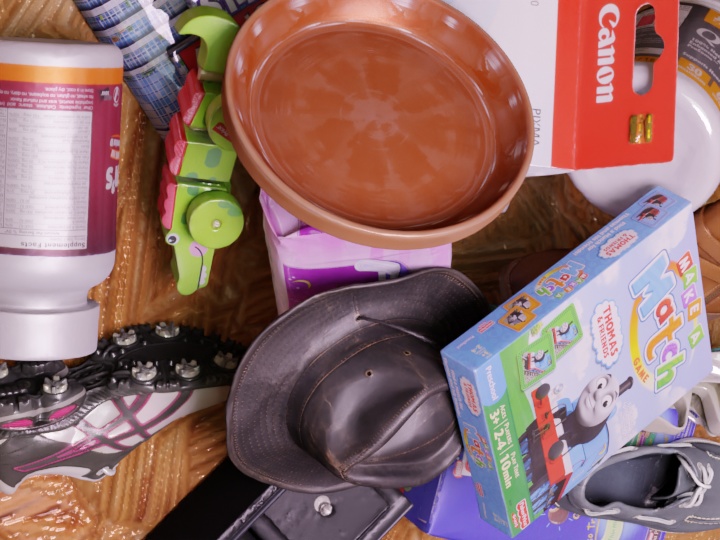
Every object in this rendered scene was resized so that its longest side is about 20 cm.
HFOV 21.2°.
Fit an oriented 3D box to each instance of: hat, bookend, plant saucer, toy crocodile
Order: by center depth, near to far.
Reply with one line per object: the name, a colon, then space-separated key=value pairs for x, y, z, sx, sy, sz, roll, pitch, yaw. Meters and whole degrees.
plant saucer: x=0.010 y=-0.097 z=1.200 sx=0.199 sy=0.032 sz=0.201 roll=9 pitch=56 yaw=-13
hat: x=0.016 y=0.095 z=1.238 sx=0.200 sy=0.081 sz=0.201 roll=-18 pitch=135 yaw=-19
toy crocodile: x=-0.104 y=-0.077 z=1.263 sx=0.061 sy=0.068 sz=0.201 roll=5 pitch=122 yaw=-17
bookend: x=-0.030 y=0.219 z=1.368 sx=0.199 sy=0.092 sz=0.200 roll=-44 pitch=112 yaw=-10

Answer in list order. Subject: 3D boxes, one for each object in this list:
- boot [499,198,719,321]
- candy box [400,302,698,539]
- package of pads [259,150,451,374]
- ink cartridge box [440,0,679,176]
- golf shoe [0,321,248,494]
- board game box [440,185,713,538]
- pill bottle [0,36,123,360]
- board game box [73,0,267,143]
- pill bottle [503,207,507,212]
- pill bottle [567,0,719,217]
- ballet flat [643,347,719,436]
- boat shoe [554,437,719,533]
boot: x=0.212 y=-0.004 z=1.346 sx=0.199 sy=0.155 sz=0.077 roll=9 pitch=62 yaw=-29
candy box: x=0.141 y=0.124 z=1.428 sx=0.199 sy=0.077 sz=0.170 roll=15 pitch=92 yaw=-25
package of pads: x=0.000 y=0.000 z=1.287 sx=0.120 sy=0.076 sz=0.200 roll=-7 pitch=146 yaw=-2
ink cartridge box: x=0.107 y=-0.144 z=1.260 sx=0.047 sy=0.199 sz=0.161 roll=22 pitch=69 yaw=-58
golf shoe: x=-0.167 y=0.092 z=1.316 sx=0.199 sy=0.077 sz=0.088 roll=-9 pitch=122 yaw=-17
board game box: x=0.147 y=0.059 z=1.259 sx=0.200 sy=0.037 sz=0.152 roll=-37 pitch=132 yaw=-25
pill bottle: x=-0.211 y=-0.049 z=1.245 sx=0.109 sy=0.110 sz=0.201 roll=0 pitch=99 yaw=-21
board game box: x=-0.070 y=-0.178 z=1.305 sx=0.200 sy=0.062 sz=0.200 roll=-37 pitch=109 yaw=-12
pill bottle: x=0.105 y=-0.147 z=1.353 sx=0.109 sy=0.109 sz=0.201 roll=23 pitch=89 yaw=-23
pill bottle: x=0.218 y=-0.122 z=1.349 sx=0.117 sy=0.116 sz=0.200 roll=65 pitch=30 yaw=-17
ballet flat: x=0.236 y=0.089 z=1.381 sx=0.199 sy=0.069 sz=0.070 roll=5 pitch=97 yaw=-20
boat shoe: x=0.222 y=0.159 z=1.392 sx=0.199 sy=0.062 sz=0.073 roll=9 pitch=95 yaw=-25
